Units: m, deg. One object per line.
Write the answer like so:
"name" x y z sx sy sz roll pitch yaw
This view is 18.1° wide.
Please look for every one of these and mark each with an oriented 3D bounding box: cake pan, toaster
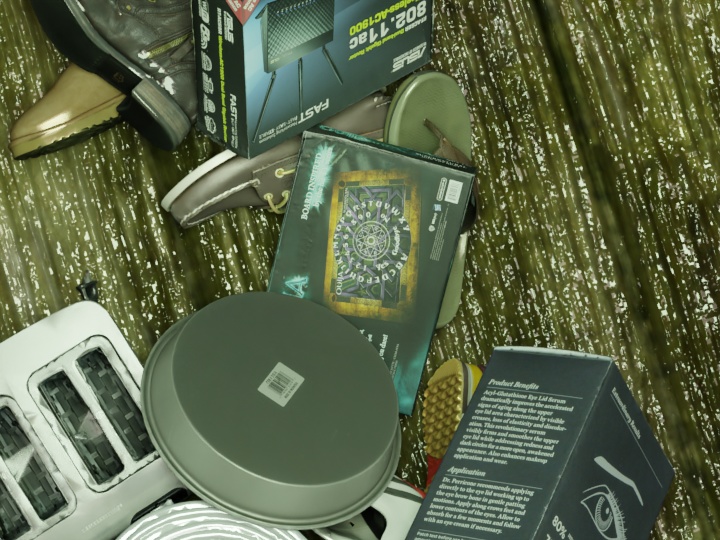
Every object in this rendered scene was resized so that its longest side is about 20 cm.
"cake pan" -0.059 0.094 1.644 0.199 0.037 0.201 12 48 -14
"toaster" -0.228 0.126 1.691 0.180 0.119 0.200 -32 89 -8

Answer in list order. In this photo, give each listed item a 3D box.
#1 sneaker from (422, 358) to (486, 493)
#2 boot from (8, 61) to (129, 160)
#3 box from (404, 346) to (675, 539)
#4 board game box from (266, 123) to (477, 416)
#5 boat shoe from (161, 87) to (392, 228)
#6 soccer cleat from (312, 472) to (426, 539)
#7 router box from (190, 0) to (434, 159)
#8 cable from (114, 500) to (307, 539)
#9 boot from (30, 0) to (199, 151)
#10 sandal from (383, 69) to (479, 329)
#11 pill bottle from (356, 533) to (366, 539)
"sneaker" 0.096 0.169 1.728 0.090 0.075 0.201 15 69 -24
"boot" -0.231 -0.204 1.748 0.175 0.066 0.201 -27 89 -20
"box" 0.130 0.178 1.639 0.104 0.148 0.200 4 53 35
"board game box" 0.000 0.000 1.724 0.135 0.028 0.201 16 108 4
"boat shoe" -0.057 -0.081 1.751 0.199 0.072 0.060 -29 86 -13
"soccer cleat" -0.021 0.160 1.688 0.200 0.085 0.069 34 120 35
"router box" -0.033 -0.192 1.677 0.200 0.150 0.062 -31 48 -32
"cable" -0.107 0.261 1.603 0.199 0.069 0.201 25 75 5
"boot" -0.140 -0.206 1.713 0.174 0.069 0.200 -46 106 -22
"sandal" 0.065 -0.054 1.748 0.080 0.057 0.202 -8 98 -35
"pill bottle" -0.075 0.276 1.696 0.199 0.116 0.116 -22 88 -7
